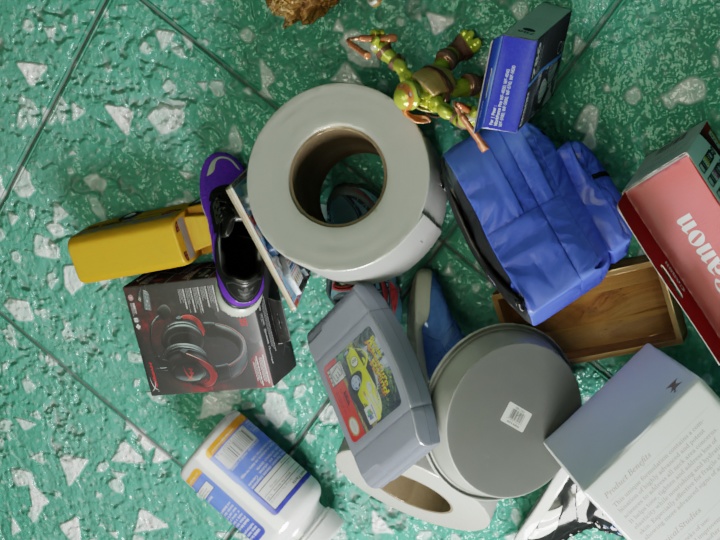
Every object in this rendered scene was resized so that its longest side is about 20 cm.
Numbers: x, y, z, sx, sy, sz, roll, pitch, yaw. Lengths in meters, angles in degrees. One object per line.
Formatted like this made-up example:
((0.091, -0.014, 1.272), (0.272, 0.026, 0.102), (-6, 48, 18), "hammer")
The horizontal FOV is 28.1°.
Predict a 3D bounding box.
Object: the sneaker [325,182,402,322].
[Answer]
((0.000, 0.000, 1.663), (0.079, 0.096, 0.202), (-6, 107, 25), "sneaker")

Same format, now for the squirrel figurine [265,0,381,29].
((-0.033, -0.356, 1.543), (0.186, 0.142, 0.200), (37, 133, -6), "squirrel figurine")

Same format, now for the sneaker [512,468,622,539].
((0.255, 0.296, 1.679), (0.111, 0.073, 0.201), (32, 117, 10), "sneaker")

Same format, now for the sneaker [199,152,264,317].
((-0.143, -0.057, 1.663), (0.069, 0.100, 0.202), (-8, 70, -11), "sneaker")

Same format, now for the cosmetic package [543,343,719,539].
((0.333, 0.217, 1.517), (0.167, 0.166, 0.200), (-43, 102, 2), "cosmetic package")

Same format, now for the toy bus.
((-0.255, -0.037, 1.767), (0.198, 0.078, 0.066), (-10, 105, 26), "toy bus")

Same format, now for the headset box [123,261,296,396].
((-0.177, 0.068, 1.775), (0.198, 0.075, 0.150), (-6, 106, 24), "headset box")

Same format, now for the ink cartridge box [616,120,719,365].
((0.358, -0.029, 1.456), (0.084, 0.176, 0.201), (-32, 95, 29), "ink cartridge box")

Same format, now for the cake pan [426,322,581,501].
((0.161, 0.160, 1.576), (0.037, 0.199, 0.202), (20, 127, 64), "cake pan")

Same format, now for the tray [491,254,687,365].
((0.255, 0.049, 1.609), (0.198, 0.037, 0.100), (-13, 103, 25), "tray")

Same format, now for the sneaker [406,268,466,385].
((0.113, 0.094, 1.642), (0.110, 0.202, 0.077), (1, 152, -7), "sneaker")

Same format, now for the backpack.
((0.184, -0.065, 1.524), (0.167, 0.163, 0.201), (-33, 79, -2), "backpack")

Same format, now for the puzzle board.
((-0.098, -0.044, 1.636), (0.017, 0.200, 0.152), (-27, 98, 8), "puzzle board")

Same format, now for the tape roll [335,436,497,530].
((0.065, 0.245, 1.693), (0.201, 0.037, 0.203), (21, 157, 9), "tape roll")

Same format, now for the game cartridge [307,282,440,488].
((0.014, 0.123, 1.581), (0.133, 0.041, 0.201), (-43, 62, 41), "game cartridge")

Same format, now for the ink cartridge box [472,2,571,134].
((0.167, -0.203, 1.457), (0.039, 0.200, 0.100), (18, 117, 16), "ink cartridge box")

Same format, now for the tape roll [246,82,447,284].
((-0.011, -0.091, 1.568), (0.200, 0.139, 0.205), (-1, 84, 11), "tape roll")

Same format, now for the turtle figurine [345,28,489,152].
((0.087, -0.190, 1.508), (0.200, 0.161, 0.065), (39, 131, 23), "turtle figurine")

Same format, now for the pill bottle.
((-0.120, 0.281, 1.810), (0.200, 0.112, 0.112), (41, 119, 3), "pill bottle")
